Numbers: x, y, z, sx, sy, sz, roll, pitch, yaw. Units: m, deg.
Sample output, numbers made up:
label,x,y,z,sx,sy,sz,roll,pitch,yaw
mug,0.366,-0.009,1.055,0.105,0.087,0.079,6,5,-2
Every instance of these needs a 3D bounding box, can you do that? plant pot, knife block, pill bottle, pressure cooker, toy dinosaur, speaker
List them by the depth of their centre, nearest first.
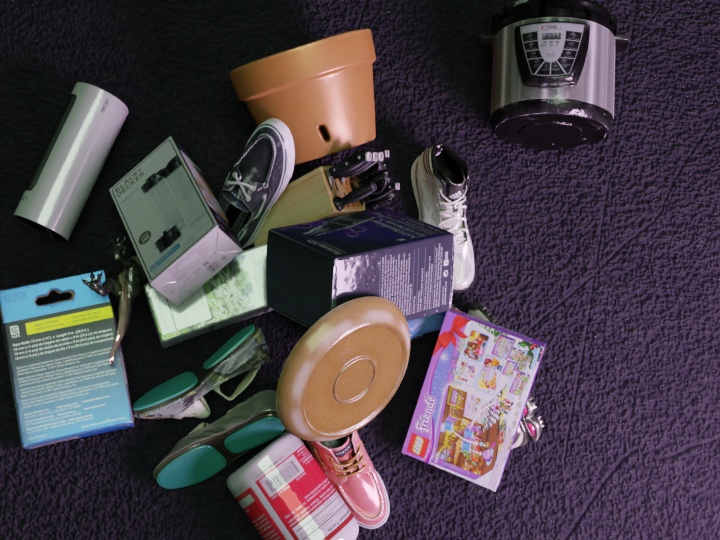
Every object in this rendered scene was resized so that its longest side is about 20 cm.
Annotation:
label,x,y,z,sx,sy,sz,roll,pitch,yaw
plant pot,-0.012,0.126,1.305,0.199,0.201,0.027,-41,48,-12
pill bottle,-0.074,0.316,1.386,0.111,0.112,0.201,-35,85,-11
toy dinosaur,-0.307,0.013,1.397,0.047,0.089,0.203,-7,51,23
knife block,-0.051,-0.097,1.429,0.196,0.176,0.065,-17,81,-8
speaker,-0.384,-0.143,1.451,0.080,0.081,0.203,23,79,-2
plant pot,-0.063,-0.225,1.454,0.197,0.200,0.143,-17,98,-9
pressure cooker,0.263,-0.283,1.500,0.174,0.177,0.204,13,77,-35

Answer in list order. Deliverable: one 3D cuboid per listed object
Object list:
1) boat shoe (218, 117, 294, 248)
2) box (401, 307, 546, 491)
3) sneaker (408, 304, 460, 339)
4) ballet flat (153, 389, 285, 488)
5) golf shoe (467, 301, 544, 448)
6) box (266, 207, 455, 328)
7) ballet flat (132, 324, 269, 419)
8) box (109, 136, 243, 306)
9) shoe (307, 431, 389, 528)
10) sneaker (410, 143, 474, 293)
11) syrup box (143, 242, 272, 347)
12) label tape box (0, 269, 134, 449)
label,x,y,z,sx,sy,sz,roll,pitch,yaw
boat shoe,-0.148,-0.104,1.416,0.071,0.202,0.068,39,34,13
box,0.148,0.167,1.424,0.135,0.039,0.204,20,99,13
sneaker,0.045,0.078,1.469,0.196,0.079,0.091,-2,97,-6
ballet flat,-0.181,0.218,1.418,0.198,0.068,0.064,-28,39,8
golf shoe,0.174,0.143,1.464,0.087,0.077,0.203,-20,82,-2
box,0.000,0.000,1.371,0.198,0.147,0.106,-12,113,-38
ballet flat,-0.201,0.152,1.428,0.199,0.072,0.073,-34,85,-10
box,-0.240,-0.066,1.396,0.116,0.060,0.201,-38,48,7
shoe,-0.023,0.245,1.414,0.071,0.091,0.202,-29,84,-10
sneaker,0.115,-0.074,1.474,0.074,0.115,0.204,-12,82,-8
syrup box,-0.180,0.030,1.441,0.197,0.081,0.080,-19,83,-11
label tape box,-0.380,0.116,1.413,0.141,0.063,0.204,-11,81,-9
